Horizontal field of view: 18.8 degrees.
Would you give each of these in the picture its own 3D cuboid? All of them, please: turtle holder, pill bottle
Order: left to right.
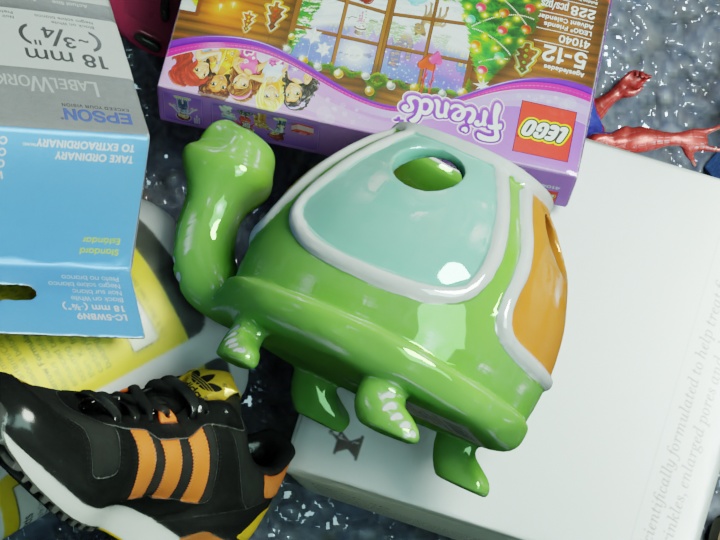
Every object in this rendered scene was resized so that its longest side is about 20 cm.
[{"bbox_3d":[-0.163,0.058,1.017,0.200,0.114,0.114,-29,101,-23],"label":"pill bottle"},{"bbox_3d":[0.009,0.005,0.969,0.141,0.185,0.132,33,80,-41],"label":"turtle holder"}]

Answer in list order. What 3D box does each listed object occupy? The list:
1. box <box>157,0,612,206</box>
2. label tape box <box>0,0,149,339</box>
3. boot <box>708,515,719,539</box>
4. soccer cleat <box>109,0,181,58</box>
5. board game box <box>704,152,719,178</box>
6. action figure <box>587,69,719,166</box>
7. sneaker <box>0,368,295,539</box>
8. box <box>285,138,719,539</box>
[{"bbox_3d":[0.016,-0.118,1.031,0.200,0.039,0.137,12,68,1],"label":"box"},{"bbox_3d":[-0.174,-0.065,0.978,0.144,0.063,0.200,2,44,-25],"label":"label tape box"},{"bbox_3d":[0.273,0.225,1.200,0.077,0.138,0.200,-24,98,-23],"label":"boot"},{"bbox_3d":[-0.031,-0.144,1.114,0.200,0.086,0.070,-1,115,-4],"label":"soccer cleat"},{"bbox_3d":[0.291,0.009,1.216,0.200,0.135,0.034,36,104,-20],"label":"board game box"},{"bbox_3d":[0.136,-0.121,1.181,0.099,0.065,0.200,-6,92,-12],"label":"action figure"},{"bbox_3d":[-0.098,0.070,0.950,0.090,0.070,0.200,-51,145,-4],"label":"sneaker"},{"bbox_3d":[0.088,0.041,1.082,0.200,0.131,0.199,17,81,7],"label":"box"}]
